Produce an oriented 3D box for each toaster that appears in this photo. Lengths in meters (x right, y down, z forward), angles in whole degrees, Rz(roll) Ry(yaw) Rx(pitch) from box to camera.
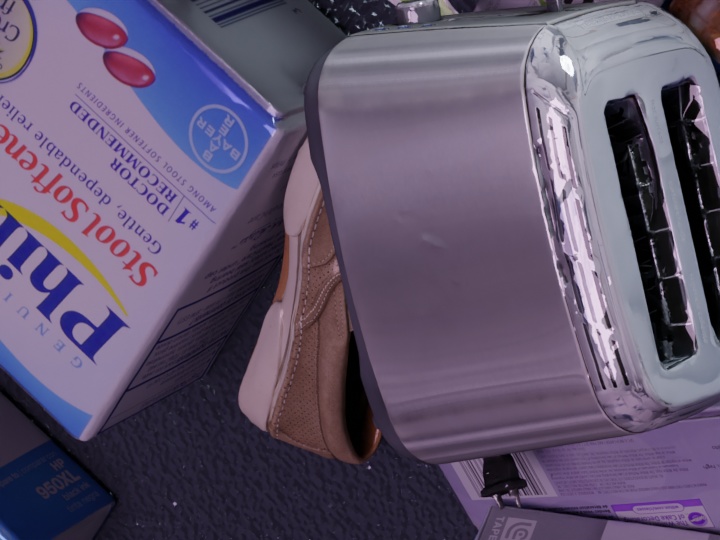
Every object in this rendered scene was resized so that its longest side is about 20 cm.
[{"bbox_3d":[0.068,-0.009,1.073,0.129,0.113,0.201,-8,95,44],"label":"toaster"}]

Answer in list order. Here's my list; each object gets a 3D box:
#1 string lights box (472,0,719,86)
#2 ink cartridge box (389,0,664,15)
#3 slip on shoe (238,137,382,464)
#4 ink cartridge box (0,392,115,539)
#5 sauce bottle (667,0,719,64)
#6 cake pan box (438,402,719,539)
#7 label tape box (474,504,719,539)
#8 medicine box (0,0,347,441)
[{"bbox_3d":[0.127,-0.041,1.183,0.200,0.059,0.103,38,122,15],"label":"string lights box"},{"bbox_3d":[0.093,-0.176,1.137,0.148,0.076,0.201,39,117,15],"label":"ink cartridge box"},{"bbox_3d":[0.000,0.000,1.261,0.060,0.076,0.201,34,125,22],"label":"slip on shoe"},{"bbox_3d":[-0.242,0.108,1.441,0.200,0.084,0.145,42,122,11],"label":"ink cartridge box"},{"bbox_3d":[0.197,-0.154,1.069,0.066,0.066,0.200,41,103,13],"label":"sauce bottle"},{"bbox_3d":[0.144,0.110,1.186,0.199,0.052,0.185,-9,126,33],"label":"cake pan box"},{"bbox_3d":[0.146,0.175,1.166,0.199,0.066,0.144,8,137,23],"label":"label tape box"},{"bbox_3d":[-0.118,-0.062,1.298,0.182,0.103,0.200,42,122,13],"label":"medicine box"}]
